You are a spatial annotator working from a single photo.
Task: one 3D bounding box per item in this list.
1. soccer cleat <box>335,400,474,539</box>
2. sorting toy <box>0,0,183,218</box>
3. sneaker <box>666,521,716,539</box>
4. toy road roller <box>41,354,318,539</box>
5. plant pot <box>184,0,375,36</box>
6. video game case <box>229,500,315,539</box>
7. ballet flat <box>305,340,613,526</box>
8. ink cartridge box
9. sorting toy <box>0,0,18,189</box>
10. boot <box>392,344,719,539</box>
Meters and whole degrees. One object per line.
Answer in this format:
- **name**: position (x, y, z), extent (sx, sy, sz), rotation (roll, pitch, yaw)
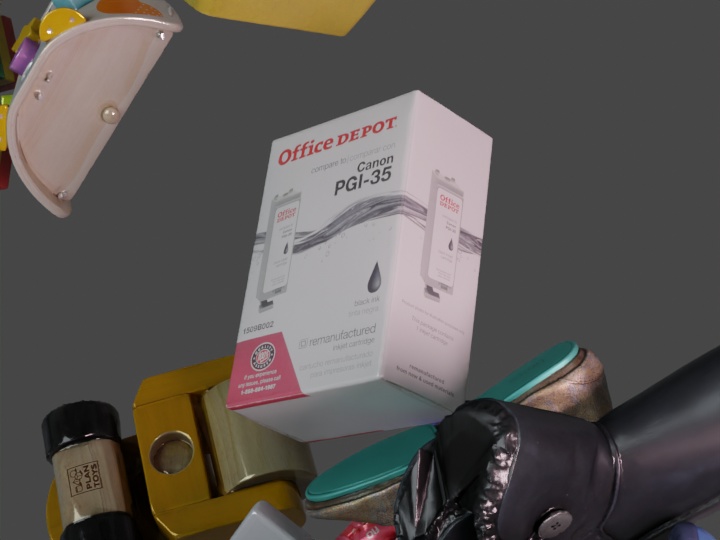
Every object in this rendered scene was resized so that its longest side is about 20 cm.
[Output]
- **soccer cleat**: position (0.021, 0.170, 1.038), extent (0.068, 0.073, 0.201), rotation (43, 109, 44)
- **sorting toy**: position (-0.256, -0.183, 1.418), extent (0.201, 0.106, 0.180), rotation (-55, 28, 19)
- **sneaker**: position (0.208, 0.215, 0.846), extent (0.201, 0.082, 0.074), rotation (-106, 14, -47)
- **toy road roller**: position (-0.128, 0.158, 1.180), extent (0.199, 0.146, 0.124), rotation (-16, 61, 0)
- **plant pot**: position (-0.066, -0.280, 1.180), extent (0.200, 0.199, 0.177), rotation (40, 119, 43)
- **video game case**: position (-0.034, 0.271, 1.021), extent (0.200, 0.024, 0.183), rotation (37, 109, 5)
- **ballet flat**: position (0.063, 0.117, 0.981), extent (0.199, 0.068, 0.068), rotation (-29, 13, 10)
- **ink cartridge box**: position (0.000, 0.000, 1.076), extent (0.146, 0.083, 0.201), rotation (-15, 58, 42)
- **sorting toy**: position (-0.390, -0.160, 1.544), extent (0.199, 0.069, 0.200), rotation (-6, 75, 44)
- **boot**: position (0.129, 0.097, 0.884), extent (0.200, 0.168, 0.077), rotation (-45, 51, 26)
